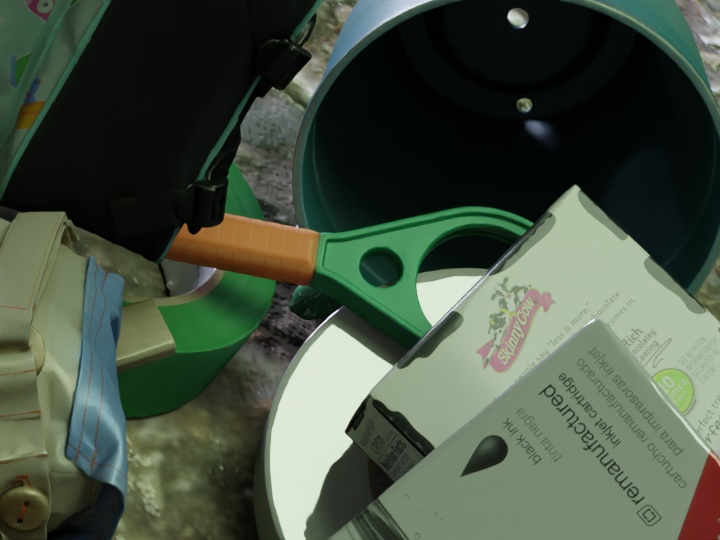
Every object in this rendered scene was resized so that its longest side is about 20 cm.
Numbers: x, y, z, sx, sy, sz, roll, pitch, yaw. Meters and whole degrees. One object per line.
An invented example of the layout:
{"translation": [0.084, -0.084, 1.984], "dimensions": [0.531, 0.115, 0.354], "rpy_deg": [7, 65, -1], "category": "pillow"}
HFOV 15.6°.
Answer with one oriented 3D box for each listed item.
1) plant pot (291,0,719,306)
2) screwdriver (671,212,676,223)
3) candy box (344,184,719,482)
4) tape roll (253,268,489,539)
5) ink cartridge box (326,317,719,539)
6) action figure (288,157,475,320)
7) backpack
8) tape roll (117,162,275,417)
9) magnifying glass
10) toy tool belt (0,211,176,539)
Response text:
{"translation": [0.073, -0.084, 1.258], "dimensions": [0.199, 0.200, 0.188], "rpy_deg": [31, 28, -14], "category": "plant pot"}
{"translation": [0.168, 0.066, 1.295], "dimensions": [0.029, 0.028, 0.201], "rpy_deg": [-33, 119, -31], "category": "screwdriver"}
{"translation": [0.111, 0.084, 1.098], "dimensions": [0.200, 0.061, 0.136], "rpy_deg": [45, 68, 5], "category": "candy box"}
{"translation": [0.054, 0.094, 1.147], "dimensions": [0.201, 0.037, 0.204], "rpy_deg": [5, 61, -9], "category": "tape roll"}
{"translation": [0.061, 0.141, 0.988], "dimensions": [0.145, 0.200, 0.084], "rpy_deg": [50, 0, 22], "category": "ink cartridge box"}
{"translation": [0.017, -0.020, 1.331], "dimensions": [0.118, 0.055, 0.200], "rpy_deg": [45, 36, 2], "category": "action figure"}
{"translation": [-0.109, -0.123, 1.112], "dimensions": [0.152, 0.177, 0.200], "rpy_deg": [23, 21, -16], "category": "backpack"}
{"translation": [-0.133, -0.027, 1.180], "dimensions": [0.200, 0.048, 0.201], "rpy_deg": [27, 34, -20], "category": "tape roll"}
{"translation": [0.000, 0.000, 1.155], "dimensions": [0.198, 0.022, 0.080], "rpy_deg": [12, 62, -7], "category": "magnifying glass"}
{"translation": [-0.124, 0.068, 1.004], "dimensions": [0.122, 0.125, 0.201], "rpy_deg": [16, 39, -20], "category": "toy tool belt"}
